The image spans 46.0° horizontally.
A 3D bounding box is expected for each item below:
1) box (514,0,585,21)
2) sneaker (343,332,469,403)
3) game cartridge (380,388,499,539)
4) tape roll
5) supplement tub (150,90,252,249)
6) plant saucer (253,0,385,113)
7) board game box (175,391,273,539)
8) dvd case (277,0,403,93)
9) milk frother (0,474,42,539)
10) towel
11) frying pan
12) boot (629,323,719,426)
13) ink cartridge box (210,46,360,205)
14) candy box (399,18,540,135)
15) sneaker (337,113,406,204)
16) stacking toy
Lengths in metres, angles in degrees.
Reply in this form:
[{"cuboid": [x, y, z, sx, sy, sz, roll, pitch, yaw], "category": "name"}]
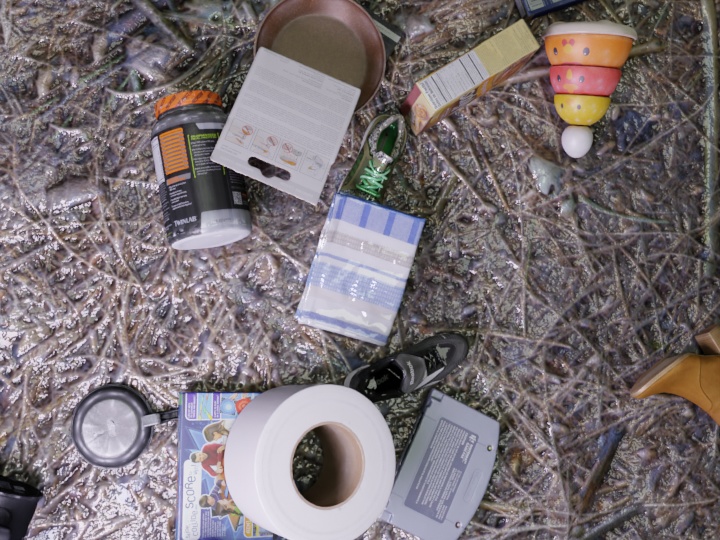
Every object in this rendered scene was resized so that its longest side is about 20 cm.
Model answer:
[{"cuboid": [0.331, -0.491, 1.374, 0.197, 0.032, 0.123, -21, 87, -10], "category": "box"}, {"cuboid": [0.074, 0.143, 1.220, 0.197, 0.090, 0.068, -20, 87, -12], "category": "sneaker"}, {"cuboid": [0.122, 0.293, 1.238, 0.131, 0.041, 0.203, 26, 79, -2], "category": "game cartridge"}, {"cuboid": [-0.069, 0.255, 1.132, 0.199, 0.139, 0.207, 4, 80, -25], "category": "tape roll"}, {"cuboid": [-0.225, -0.139, 1.188, 0.120, 0.123, 0.204, -9, 84, -11], "category": "supplement tub"}, {"cuboid": [-0.061, -0.316, 1.267, 0.196, 0.037, 0.205, 1, 83, -8], "category": "plant saucer"}, {"cuboid": [-0.187, 0.271, 1.178, 0.133, 0.034, 0.204, 3, 81, -17], "category": "board game box"}, {"cuboid": [-0.045, -0.322, 1.297, 0.147, 0.016, 0.202, 31, 80, -3], "category": "dvd case"}, {"cuboid": [-0.525, 0.344, 1.044, 0.197, 0.180, 0.191, 19, 79, -10], "category": "milk frother"}, {"cuboid": [0.000, 0.000, 1.231, 0.144, 0.024, 0.203, 17, 98, -8], "category": "towel"}, {"cuboid": [-0.309, 0.225, 1.178, 0.186, 0.031, 0.117, 13, 82, -5], "category": "frying pan"}, {"cuboid": [0.522, 0.189, 1.300, 0.199, 0.071, 0.145, -30, 86, -17], "category": "boot"}, {"cuboid": [-0.103, -0.196, 1.181, 0.159, 0.050, 0.203, 22, 67, -6], "category": "ink cartridge box"}, {"cuboid": [0.162, -0.289, 1.277, 0.198, 0.115, 0.056, -34, 88, -12], "category": "candy box"}, {"cuboid": [0.018, -0.147, 1.248, 0.076, 0.089, 0.203, 18, 81, -7], "category": "sneaker"}, {"cuboid": [0.348, -0.278, 1.316, 0.143, 0.146, 0.204, 1, 98, -9], "category": "stacking toy"}]
